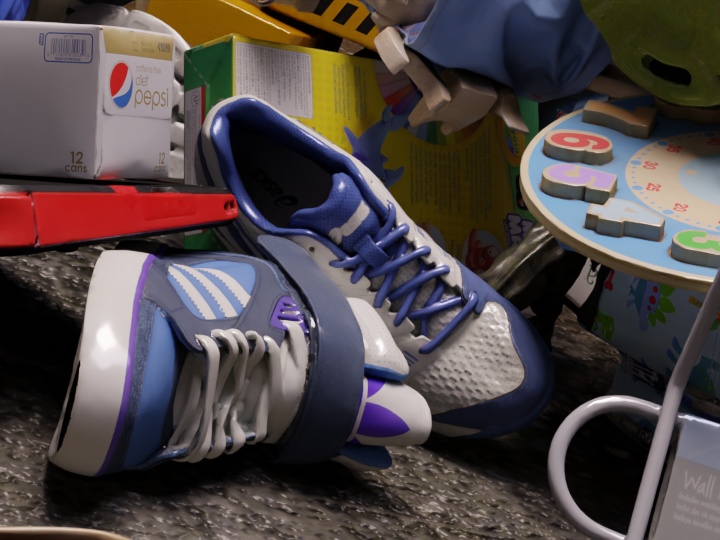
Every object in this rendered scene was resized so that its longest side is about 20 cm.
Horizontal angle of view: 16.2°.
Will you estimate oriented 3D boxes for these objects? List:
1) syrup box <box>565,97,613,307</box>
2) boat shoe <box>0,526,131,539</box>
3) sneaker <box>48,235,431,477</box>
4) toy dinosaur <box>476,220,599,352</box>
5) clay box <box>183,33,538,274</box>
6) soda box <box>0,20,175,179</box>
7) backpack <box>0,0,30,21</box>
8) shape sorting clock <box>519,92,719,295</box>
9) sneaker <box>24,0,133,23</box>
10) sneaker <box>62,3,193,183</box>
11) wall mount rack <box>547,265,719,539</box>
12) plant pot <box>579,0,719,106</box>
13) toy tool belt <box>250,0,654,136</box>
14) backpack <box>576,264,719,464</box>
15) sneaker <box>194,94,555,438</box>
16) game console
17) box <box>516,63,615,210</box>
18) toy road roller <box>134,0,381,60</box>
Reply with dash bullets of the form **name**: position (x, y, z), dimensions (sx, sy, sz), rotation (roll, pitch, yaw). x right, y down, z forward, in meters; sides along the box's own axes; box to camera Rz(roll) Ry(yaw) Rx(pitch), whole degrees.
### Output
- **syrup box**: position (0.179, -0.064, 1.369), dimensions (0.081, 0.200, 0.079), rotation (10, 21, -33)
- **boat shoe**: position (-0.160, 0.095, 0.762), dimensions (0.200, 0.065, 0.071), rotation (9, 21, -32)
- **sneaker**: position (-0.040, 0.043, 1.014), dimensions (0.146, 0.081, 0.200), rotation (15, 12, -2)
- **toy dinosaur**: position (0.098, -0.007, 1.249), dimensions (0.047, 0.200, 0.088), rotation (46, -11, 20)
- **clay box**: position (0.005, -0.045, 1.264), dimensions (0.200, 0.115, 0.048), rotation (7, -12, -39)
- **soda box**: position (-0.181, -0.075, 1.070), dimensions (0.200, 0.064, 0.068), rotation (5, 4, 23)
- **backpack**: position (-0.230, -0.177, 1.217), dimensions (0.168, 0.163, 0.200), rotation (14, -4, -22)
- **shape sorting clock**: position (0.171, -0.040, 1.130), dimensions (0.200, 0.039, 0.200), rotation (5, 29, -3)
- **sneaker**: position (-0.145, -0.165, 1.392), dimensions (0.084, 0.075, 0.200), rotation (-9, -6, -16)
- **sneaker**: position (-0.078, -0.071, 1.350), dimensions (0.200, 0.077, 0.082), rotation (33, 4, 14)
- **wall mount rack**: position (0.186, 0.074, 1.037), dimensions (0.200, 0.174, 0.075), rotation (18, -13, -6)
- **plant pot**: position (0.204, -0.166, 1.192), dimensions (0.190, 0.200, 0.200), rotation (-26, 45, -35)
- **toy tool belt**: position (0.053, -0.127, 1.210), dimensions (0.200, 0.125, 0.123), rotation (5, 37, -38)
- **backpack**: position (0.225, 0.035, 1.205), dimensions (0.183, 0.147, 0.200), rotation (-13, 34, -37)
- **sneaker**: position (0.000, 0.000, 1.122), dimensions (0.200, 0.075, 0.088), rotation (37, -13, 13)
- **game console**: position (-0.177, -0.027, 1.054), dimensions (0.200, 0.031, 0.177), rotation (6, 4, 31)
- **box**: position (0.096, -0.106, 1.401), dimensions (0.038, 0.200, 0.137), rotation (19, 17, -18)
- **toy road roller**: position (-0.023, -0.171, 1.545), dimensions (0.200, 0.146, 0.123), rotation (23, 18, 8)
